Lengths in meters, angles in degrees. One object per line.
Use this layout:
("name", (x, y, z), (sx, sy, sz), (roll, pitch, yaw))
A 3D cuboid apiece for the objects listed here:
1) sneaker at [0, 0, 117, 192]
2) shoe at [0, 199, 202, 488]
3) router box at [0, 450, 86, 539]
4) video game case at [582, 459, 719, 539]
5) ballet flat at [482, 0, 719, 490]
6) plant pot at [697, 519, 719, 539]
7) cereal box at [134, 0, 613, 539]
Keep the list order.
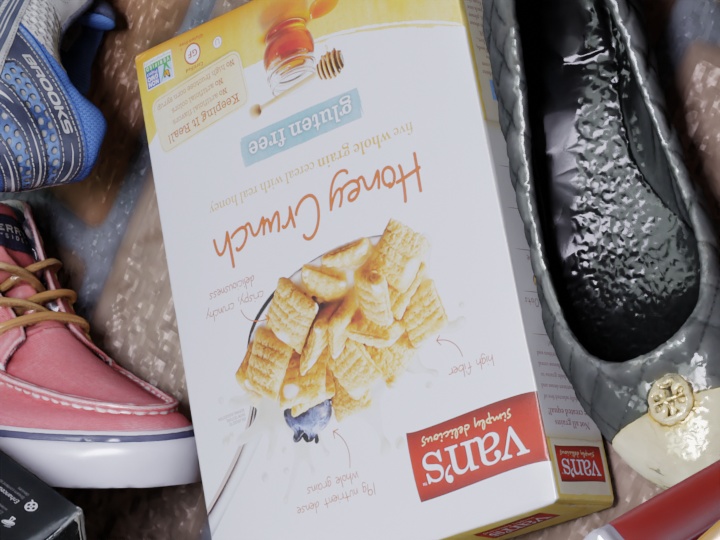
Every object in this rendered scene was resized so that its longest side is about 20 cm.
("sneaker", (-0.138, -0.094, 1.083), (0.200, 0.085, 0.077), (-105, 25, -44))
("shoe", (-0.130, 0.022, 1.056), (0.200, 0.071, 0.091), (10, 97, 45))
("router box", (-0.172, 0.109, 1.036), (0.200, 0.062, 0.150), (31, 143, 36))
("video game case", (0.076, 0.089, 0.781), (0.017, 0.200, 0.143), (49, 124, 14))
("ballet flat", (0.073, -0.024, 0.893), (0.066, 0.057, 0.201), (-23, 70, 16))
("plant pot", (0.161, 0.138, 0.733), (0.183, 0.200, 0.200), (49, 117, 15))
("cereal box", (0.000, 0.000, 0.968), (0.144, 0.039, 0.201), (-22, 71, 35))
